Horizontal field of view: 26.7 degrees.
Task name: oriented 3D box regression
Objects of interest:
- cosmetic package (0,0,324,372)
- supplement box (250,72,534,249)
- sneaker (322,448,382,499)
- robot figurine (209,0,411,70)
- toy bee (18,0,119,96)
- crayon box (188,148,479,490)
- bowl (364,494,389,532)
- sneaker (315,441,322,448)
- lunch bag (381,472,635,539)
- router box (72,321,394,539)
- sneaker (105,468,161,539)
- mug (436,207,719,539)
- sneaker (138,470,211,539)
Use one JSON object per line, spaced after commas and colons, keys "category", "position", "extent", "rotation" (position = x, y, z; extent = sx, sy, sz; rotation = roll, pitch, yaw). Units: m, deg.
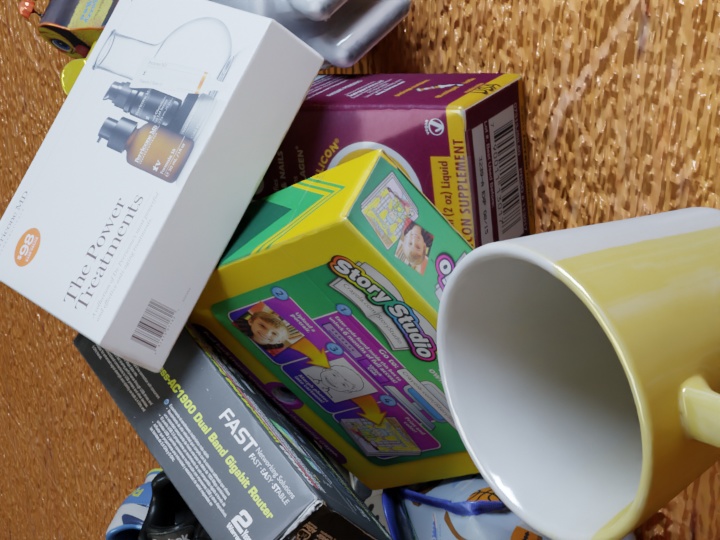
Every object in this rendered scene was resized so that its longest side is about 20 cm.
{"category": "cosmetic package", "position": [-0.125, -0.061, 0.879], "extent": [0.150, 0.052, 0.201], "rotation": [23, 84, 48]}
{"category": "supplement box", "position": [-0.003, -0.057, 0.922], "extent": [0.198, 0.086, 0.111], "rotation": [4, 111, 30]}
{"category": "sneaker", "position": [-0.032, 0.091, 1.119], "extent": [0.200, 0.070, 0.074], "rotation": [41, 138, 40]}
{"category": "robot figurine", "position": [-0.054, -0.200, 0.972], "extent": [0.200, 0.113, 0.170], "rotation": [37, 162, 42]}
{"category": "toy bee", "position": [-0.219, -0.190, 1.224], "extent": [0.199, 0.108, 0.132], "rotation": [-27, 44, 38]}
{"category": "crayon box", "position": [0.009, 0.038, 0.878], "extent": [0.172, 0.059, 0.200], "rotation": [-19, 125, 45]}
{"category": "bowl", "position": [-0.041, 0.252, 1.213], "extent": [0.200, 0.094, 0.203], "rotation": [32, 131, 46]}
{"category": "sneaker", "position": [-0.062, 0.079, 1.049], "extent": [0.072, 0.071, 0.202], "rotation": [0, 64, 28]}
{"category": "lunch bag", "position": [0.091, 0.199, 0.955], "extent": [0.200, 0.123, 0.172], "rotation": [174, 79, -72]}
{"category": "router box", "position": [-0.069, 0.111, 0.907], "extent": [0.200, 0.062, 0.150], "rotation": [47, 179, 34]}
{"category": "sneaker", "position": [-0.140, 0.267, 1.331], "extent": [0.200, 0.082, 0.074], "rotation": [39, 139, 17]}
{"category": "mug", "position": [0.151, 0.050, 0.741], "extent": [0.187, 0.152, 0.150], "rotation": [47, 141, 33]}
{"category": "sneaker", "position": [-0.139, 0.250, 1.237], "extent": [0.098, 0.070, 0.202], "rotation": [46, -146, -63]}
